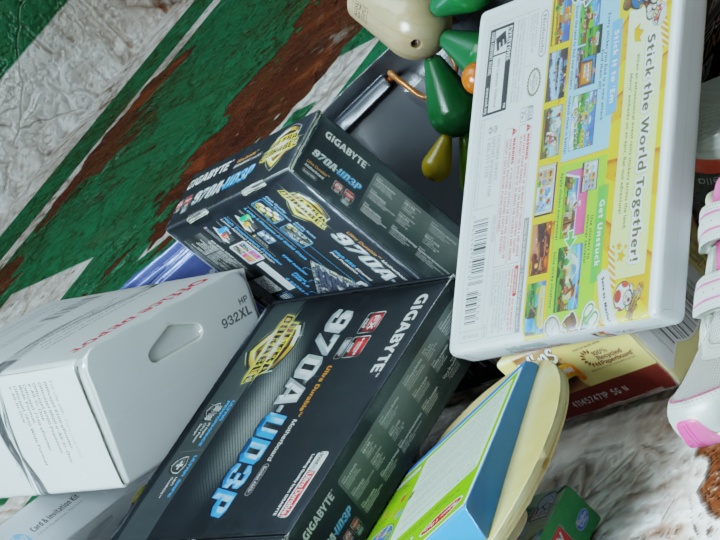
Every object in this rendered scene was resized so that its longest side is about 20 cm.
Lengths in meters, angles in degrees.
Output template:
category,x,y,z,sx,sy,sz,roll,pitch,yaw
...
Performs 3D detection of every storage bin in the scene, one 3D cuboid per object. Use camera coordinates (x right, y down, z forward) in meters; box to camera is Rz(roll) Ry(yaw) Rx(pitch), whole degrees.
category,x,y,z,sx,sy,sz,roll,pitch,yaw
storage bin,0.085,-0.110,1.551,0.200,0.135,0.145,-43,-8,14

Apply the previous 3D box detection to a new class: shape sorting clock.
category,x,y,z,sx,sy,sz,roll,pitch,yaw
shape sorting clock,0.043,0.131,1.172,0.200,0.039,0.200,-50,7,9

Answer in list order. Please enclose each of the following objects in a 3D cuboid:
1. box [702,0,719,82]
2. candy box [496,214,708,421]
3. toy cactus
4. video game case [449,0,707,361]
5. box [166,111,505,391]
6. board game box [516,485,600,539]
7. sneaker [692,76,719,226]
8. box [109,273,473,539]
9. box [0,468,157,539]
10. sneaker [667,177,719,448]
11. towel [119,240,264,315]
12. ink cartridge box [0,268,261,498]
category,x,y,z,sx,sy,sz,roll,pitch,yaw
box,0.157,-0.099,1.396,0.200,0.050,0.158,-52,-16,-22
candy box,0.169,-0.014,1.280,0.115,0.055,0.200,-24,26,56
toy cactus,0.057,-0.131,1.426,0.164,0.201,0.102,31,57,30
video game case,0.114,-0.060,1.219,0.182,0.023,0.202,-15,66,57
box,0.000,0.000,1.392,0.159,0.200,0.046,-22,35,57
board game box,0.028,0.190,1.194,0.200,0.029,0.135,-27,23,50
sneaker,0.243,-0.081,1.225,0.199,0.082,0.077,-26,33,-19
box,-0.035,0.094,1.291,0.158,0.046,0.200,-9,38,46
box,-0.198,0.221,1.435,0.156,0.041,0.201,-37,-29,-56
sneaker,0.194,-0.001,1.122,0.081,0.088,0.201,-23,28,54
towel,-0.049,0.018,1.532,0.145,0.200,0.024,-41,44,15
ink cartridge box,-0.168,0.072,1.414,0.199,0.084,0.145,-10,15,46
